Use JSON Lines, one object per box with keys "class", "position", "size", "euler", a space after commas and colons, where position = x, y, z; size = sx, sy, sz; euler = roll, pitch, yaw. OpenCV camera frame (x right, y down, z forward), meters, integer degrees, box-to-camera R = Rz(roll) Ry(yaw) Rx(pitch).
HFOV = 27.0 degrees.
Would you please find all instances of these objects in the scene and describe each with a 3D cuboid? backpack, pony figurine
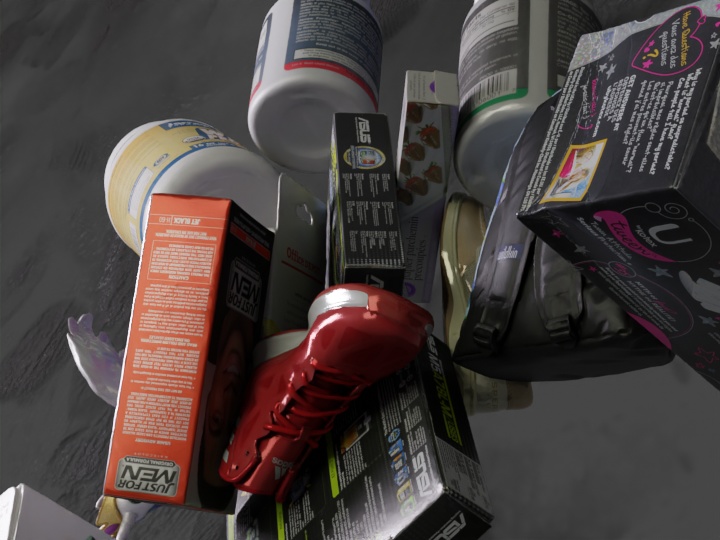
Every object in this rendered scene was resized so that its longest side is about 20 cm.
{"class": "backpack", "position": [0.157, -0.031, 0.974], "size": [0.163, 0.154, 0.200], "euler": [-15, 67, 49]}
{"class": "pony figurine", "position": [-0.150, 0.119, 1.246], "size": [0.200, 0.167, 0.193], "euler": [-30, 45, 8]}

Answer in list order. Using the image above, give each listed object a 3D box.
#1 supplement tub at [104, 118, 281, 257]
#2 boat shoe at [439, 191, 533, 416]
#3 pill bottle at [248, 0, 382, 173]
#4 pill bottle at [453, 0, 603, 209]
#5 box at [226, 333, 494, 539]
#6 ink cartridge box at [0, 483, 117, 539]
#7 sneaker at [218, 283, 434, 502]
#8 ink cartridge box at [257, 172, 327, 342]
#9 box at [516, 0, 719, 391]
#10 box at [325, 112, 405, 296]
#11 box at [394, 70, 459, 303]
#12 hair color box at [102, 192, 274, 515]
{"class": "supplement tub", "position": [-0.161, -0.065, 1.438], "size": [0.145, 0.145, 0.200], "euler": [-54, 30, -1]}
{"class": "boat shoe", "position": [0.091, 0.022, 1.078], "size": [0.065, 0.072, 0.200], "euler": [-2, 44, 3]}
{"class": "pill bottle", "position": [-0.039, -0.200, 1.434], "size": [0.120, 0.120, 0.200], "euler": [-32, 36, 32]}
{"class": "pill bottle", "position": [0.130, -0.148, 1.143], "size": [0.113, 0.113, 0.200], "euler": [-30, 36, 35]}
{"class": "box", "position": [-0.010, 0.150, 0.952], "size": [0.193, 0.047, 0.200], "euler": [-48, 22, 18]}
{"class": "ink cartridge box", "position": [-0.223, 0.267, 1.117], "size": [0.145, 0.200, 0.084], "euler": [-38, 31, 25]}
{"class": "sneaker", "position": [-0.024, 0.087, 0.939], "size": [0.200, 0.078, 0.116], "euler": [-39, 30, 61]}
{"class": "ink cartridge box", "position": [-0.076, 0.037, 1.116], "size": [0.068, 0.115, 0.200], "euler": [0, 79, 17]}
{"class": "box", "position": [0.206, -0.037, 0.828], "size": [0.115, 0.200, 0.132], "euler": [-8, 52, 49]}
{"class": "box", "position": [0.000, 0.000, 1.130], "size": [0.200, 0.044, 0.160], "euler": [-95, 9, -53]}
{"class": "box", "position": [0.044, -0.059, 1.125], "size": [0.041, 0.039, 0.200], "euler": [-86, 1, -47]}
{"class": "hair color box", "position": [-0.112, 0.058, 1.005], "size": [0.061, 0.102, 0.200], "euler": [5, 80, 16]}
